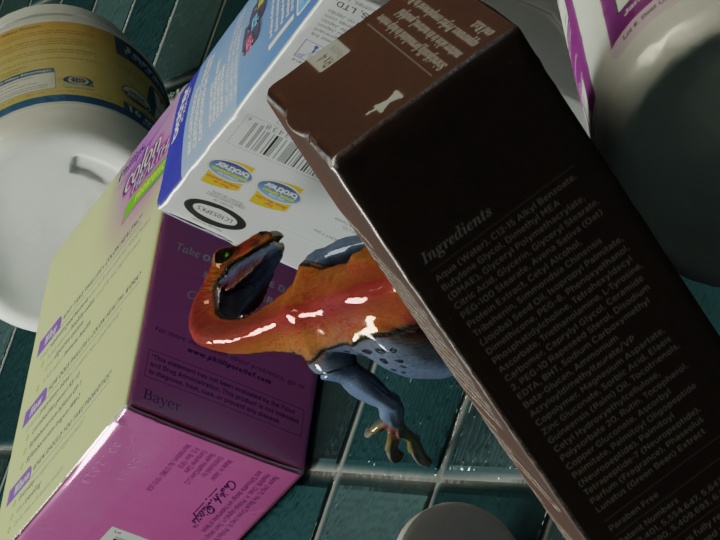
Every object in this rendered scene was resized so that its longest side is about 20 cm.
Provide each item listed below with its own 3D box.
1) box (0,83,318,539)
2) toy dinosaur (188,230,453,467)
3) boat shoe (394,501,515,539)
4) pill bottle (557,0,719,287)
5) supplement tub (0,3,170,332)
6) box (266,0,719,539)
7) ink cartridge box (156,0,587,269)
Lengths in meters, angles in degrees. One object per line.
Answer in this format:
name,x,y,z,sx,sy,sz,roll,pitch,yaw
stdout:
box,-0.095,0.045,1.509,0.176,0.096,0.201,-48,27,47
toy dinosaur,0.000,0.000,1.193,0.180,0.200,0.106,-4,68,21
boat shoe,0.005,0.181,1.105,0.066,0.072,0.201,135,152,-59
pill bottle,0.123,-0.091,1.015,0.113,0.112,0.200,-57,21,29
supplement tub,-0.181,-0.066,1.803,0.145,0.144,0.200,-61,20,21
box,0.059,0.014,0.929,0.075,0.200,0.100,-37,21,-1
ink cartridge box,0.003,-0.062,1.282,0.200,0.136,0.077,-49,24,43
